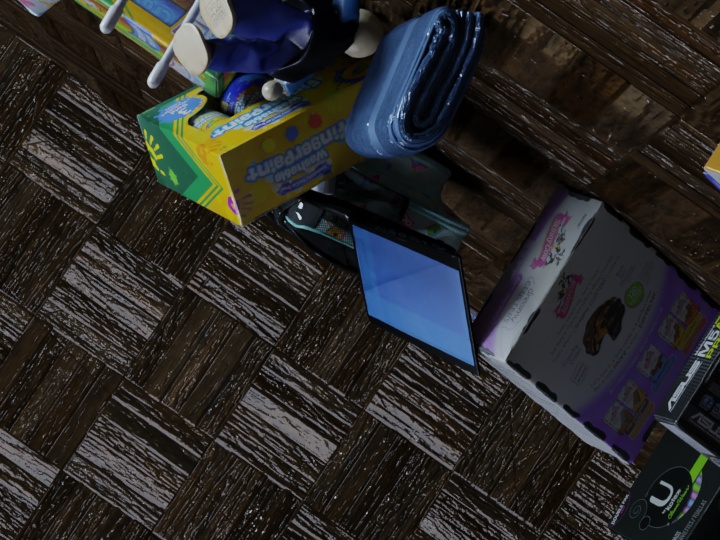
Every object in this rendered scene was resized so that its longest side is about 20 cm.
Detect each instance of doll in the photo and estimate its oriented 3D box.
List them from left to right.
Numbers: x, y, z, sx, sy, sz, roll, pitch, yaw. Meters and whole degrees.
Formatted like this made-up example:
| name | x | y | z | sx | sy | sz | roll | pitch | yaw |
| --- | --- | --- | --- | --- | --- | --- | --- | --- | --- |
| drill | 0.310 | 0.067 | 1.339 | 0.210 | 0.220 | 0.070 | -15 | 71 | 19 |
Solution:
| name | x | y | z | sx | sy | sz | roll | pitch | yaw |
| --- | --- | --- | --- | --- | --- | --- | --- | --- | --- |
| doll | -0.050 | -0.188 | 1.611 | 0.199 | 0.137 | 0.049 | -4 | -129 | -49 |

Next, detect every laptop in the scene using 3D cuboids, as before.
| name | x | y | z | sx | sy | sz | roll | pitch | yaw |
| --- | --- | --- | --- | --- | --- | --- | --- | --- | --- |
| laptop | 0.000 | 0.000 | 1.803 | 0.199 | 0.104 | 0.177 | 17 | -176 | -38 |

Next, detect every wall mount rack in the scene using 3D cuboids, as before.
| name | x | y | z | sx | sy | sz | roll | pitch | yaw |
| --- | --- | --- | --- | --- | --- | --- | --- | --- | --- |
| wall mount rack | -0.153 | -0.246 | 1.544 | 0.074 | 0.176 | 0.200 | -11 | 163 | 10 |

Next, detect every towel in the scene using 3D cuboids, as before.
| name | x | y | z | sx | sy | sz | roll | pitch | yaw |
| --- | --- | --- | --- | --- | --- | --- | --- | --- | --- |
| towel | 0.041 | -0.136 | 1.538 | 0.048 | 0.113 | 0.200 | 24 | 177 | -12 |

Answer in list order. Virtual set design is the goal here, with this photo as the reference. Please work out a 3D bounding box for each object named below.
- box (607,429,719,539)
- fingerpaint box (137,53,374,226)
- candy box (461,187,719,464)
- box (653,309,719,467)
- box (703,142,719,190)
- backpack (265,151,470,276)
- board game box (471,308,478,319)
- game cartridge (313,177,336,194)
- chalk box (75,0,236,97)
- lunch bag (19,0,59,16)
| name | x | y | z | sx | sy | sz | roll | pitch | yaw |
| --- | --- | --- | --- | --- | --- | --- | --- | --- | --- |
| box | 0.403 | 0.250 | 2.282 | 0.124 | 0.201 | 0.148 | 35 | 175 | -24 |
| fingerpaint box | -0.069 | -0.132 | 1.781 | 0.166 | 0.199 | 0.074 | 28 | 141 | 55 |
| candy box | 0.212 | 0.051 | 1.850 | 0.200 | 0.169 | 0.071 | 39 | 171 | -35 |
| box | 0.342 | 0.100 | 1.529 | 0.199 | 0.161 | 0.044 | 35 | 173 | -14 |
| box | 0.302 | -0.030 | 1.269 | 0.119 | 0.042 | 0.200 | 38 | 176 | -35 |
| backpack | 0.015 | -0.065 | 2.119 | 0.199 | 0.154 | 0.176 | 34 | 175 | -21 |
| board game box | 0.122 | 0.041 | 3.173 | 0.199 | 0.020 | 0.103 | 34 | 176 | 6 |
| game cartridge | -0.064 | -0.148 | 2.011 | 0.040 | 0.135 | 0.200 | 0 | -173 | -22 |
| chalk box | -0.131 | -0.230 | 1.711 | 0.199 | 0.125 | 0.125 | 35 | 175 | 0 |
| lunch bag | -0.350 | -0.353 | 1.993 | 0.200 | 0.127 | 0.169 | 43 | 170 | -14 |
